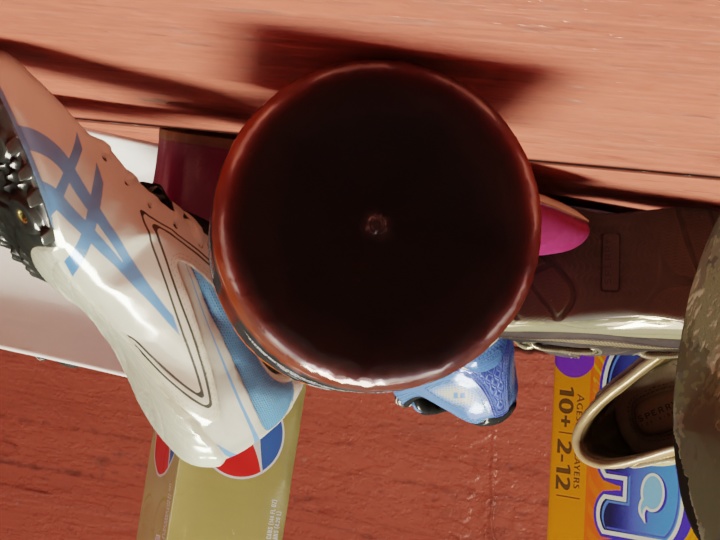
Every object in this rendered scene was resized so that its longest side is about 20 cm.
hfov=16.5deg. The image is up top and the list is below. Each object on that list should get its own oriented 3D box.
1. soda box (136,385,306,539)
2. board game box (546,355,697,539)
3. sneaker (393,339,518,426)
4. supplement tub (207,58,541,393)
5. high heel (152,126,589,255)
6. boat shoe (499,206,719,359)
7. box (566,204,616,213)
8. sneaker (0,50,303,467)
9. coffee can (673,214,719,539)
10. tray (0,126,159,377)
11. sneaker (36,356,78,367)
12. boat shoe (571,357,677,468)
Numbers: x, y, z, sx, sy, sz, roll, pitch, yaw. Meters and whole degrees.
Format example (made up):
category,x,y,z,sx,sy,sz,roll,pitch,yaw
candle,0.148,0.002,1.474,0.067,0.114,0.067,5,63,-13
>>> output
category,x,y,z,sx,sy,sz,roll,pitch,yaw
soda box,-0.065,0.053,1.289,0.064,0.201,0.068,10,176,-18
board game box,0.236,0.113,1.323,0.199,0.201,0.199,6,-174,39
sneaker,0.023,0.033,1.328,0.078,0.089,0.200,-25,-154,-14
supplement tub,-0.001,-0.011,0.861,0.106,0.107,0.200,8,177,-4
high heel,0.000,0.000,1.041,0.199,0.096,0.067,7,-174,-25
boat shoe,0.083,0.010,1.111,0.199,0.075,0.073,9,151,2
box,0.077,-0.018,1.210,0.199,0.033,0.121,10,177,-14
sneaker,-0.090,-0.012,0.948,0.072,0.072,0.200,20,149,55
coffee can,0.231,0.045,0.888,0.199,0.147,0.146,10,177,-14
tray,-0.170,-0.023,1.070,0.199,0.108,0.022,12,-161,7
sneaker,-0.143,0.010,1.273,0.078,0.090,0.200,-10,-163,-1
boat shoe,0.184,0.050,1.178,0.064,0.071,0.200,-16,165,-46
